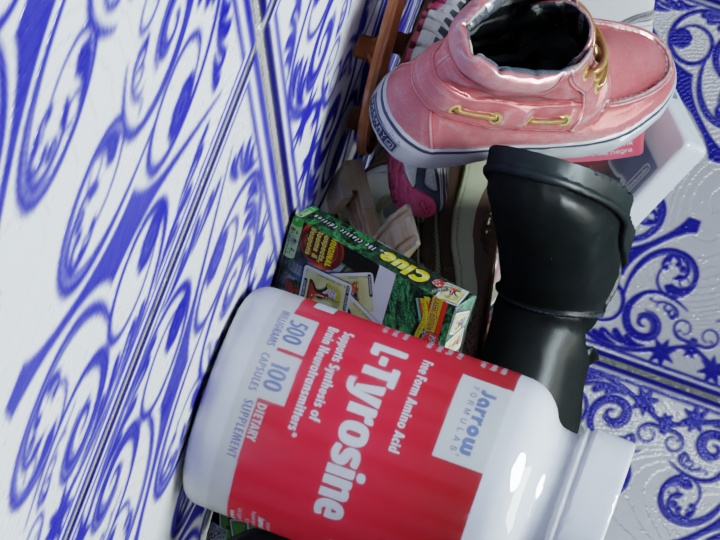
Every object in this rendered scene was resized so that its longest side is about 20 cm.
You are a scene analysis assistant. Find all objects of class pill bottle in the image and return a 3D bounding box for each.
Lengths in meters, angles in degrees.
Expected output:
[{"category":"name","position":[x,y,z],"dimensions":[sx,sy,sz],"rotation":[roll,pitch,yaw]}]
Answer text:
[{"category":"pill bottle","position":[0.024,0.090,1.435],"dimensions":[0.112,0.199,0.113],"rotation":[19,90,-85]}]

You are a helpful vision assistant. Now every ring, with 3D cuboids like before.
[{"category":"ring","position":[0.028,-0.157,1.581],"dimensions":[0.200,0.019,0.201],"rotation":[19,90,-85]}]

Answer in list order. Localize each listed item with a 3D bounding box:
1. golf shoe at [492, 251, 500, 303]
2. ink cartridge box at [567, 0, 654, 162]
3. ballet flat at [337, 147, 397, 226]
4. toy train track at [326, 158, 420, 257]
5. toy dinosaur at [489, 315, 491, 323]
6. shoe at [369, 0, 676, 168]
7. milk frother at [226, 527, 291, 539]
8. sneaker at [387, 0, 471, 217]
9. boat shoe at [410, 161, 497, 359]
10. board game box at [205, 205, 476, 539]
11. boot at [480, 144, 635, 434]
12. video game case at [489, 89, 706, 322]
[{"category":"golf shoe","position":[0.063,-0.074,1.781],"dimensions":[0.092,0.072,0.201],"rotation":[7,89,-76]},{"category":"ink cartridge box","position":[0.131,-0.186,1.816],"dimensions":[0.200,0.082,0.147],"rotation":[90,-2,-49]},{"category":"ballet flat","position":[0.000,0.000,1.683],"dimensions":[0.201,0.068,0.072],"rotation":[-66,154,-14]},{"category":"toy train track","position":[0.007,0.038,1.568],"dimensions":[0.115,0.032,0.201],"rotation":[128,-50,-61]},{"category":"toy dinosaur","position":[0.077,0.127,1.880],"dimensions":[0.200,0.105,0.182],"rotation":[-34,127,-72]},{"category":"shoe","position":[0.104,-0.104,1.521],"dimensions":[0.200,0.072,0.091],"rotation":[-12,161,-38]},{"category":"milk frother","position":[-0.033,0.250,1.477],"dimensions":[0.181,0.187,0.200],"rotation":[-63,171,-47]},{"category":"sneaker","position":[0.065,-0.115,1.601],"dimensions":[0.081,0.074,0.201],"rotation":[99,12,-62]},{"category":"boat shoe","position":[0.035,0.001,1.629],"dimensions":[0.075,0.075,0.203],"rotation":[85,14,-67]},{"category":"board game box","position":[-0.013,0.078,1.534],"dimensions":[0.023,0.105,0.201],"rotation":[-29,140,-54]},{"category":"boot","position":[0.086,0.034,1.531],"dimensions":[0.198,0.073,0.163],"rotation":[46,61,-72]},{"category":"video game case","position":[0.126,-0.074,1.958],"dimensions":[0.200,0.023,0.183],"rotation":[-48,-138,28]}]
